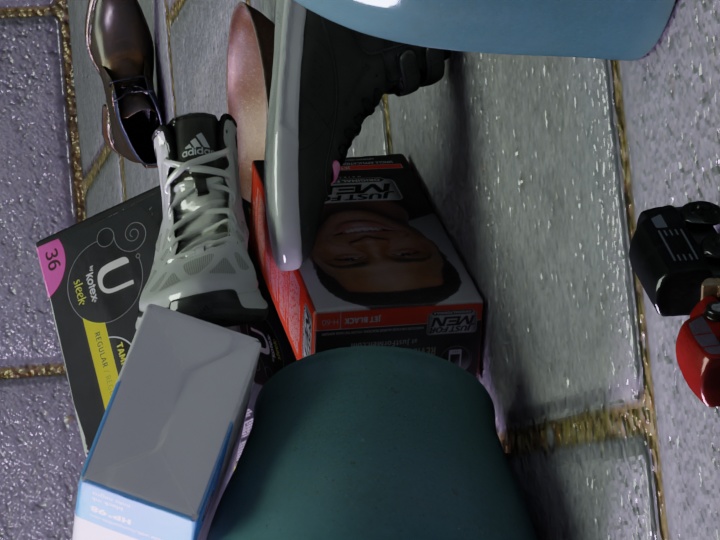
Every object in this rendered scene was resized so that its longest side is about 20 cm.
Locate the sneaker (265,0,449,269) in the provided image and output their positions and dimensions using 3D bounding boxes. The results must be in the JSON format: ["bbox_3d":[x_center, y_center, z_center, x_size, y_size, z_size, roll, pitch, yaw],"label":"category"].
[{"bbox_3d":[-0.001,-0.096,1.504,0.071,0.099,0.201,135,141,-77],"label":"sneaker"}]

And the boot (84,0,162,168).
[{"bbox_3d":[-0.235,-0.203,2.778,0.097,0.075,0.201,-139,37,-57],"label":"boot"}]

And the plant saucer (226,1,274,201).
[{"bbox_3d":[-0.071,-0.107,2.048,0.200,0.037,0.201,175,90,-78],"label":"plant saucer"}]

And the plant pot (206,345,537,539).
[{"bbox_3d":[0.007,0.152,1.411,0.200,0.199,0.188,102,172,-53],"label":"plant pot"}]

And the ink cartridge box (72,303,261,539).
[{"bbox_3d":[-0.111,0.124,1.447,0.200,0.067,0.116,105,-177,-56],"label":"ink cartridge box"}]

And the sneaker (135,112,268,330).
[{"bbox_3d":[-0.098,-0.028,1.502,0.201,0.075,0.116,-111,11,-82],"label":"sneaker"}]

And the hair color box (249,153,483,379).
[{"bbox_3d":[0.000,0.000,1.575,0.200,0.101,0.061,-116,26,-59],"label":"hair color box"}]

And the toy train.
[{"bbox_3d":[0.143,0.030,1.016,0.200,0.046,0.034,-112,21,-57],"label":"toy train"}]

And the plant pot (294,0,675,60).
[{"bbox_3d":[0.039,-0.187,1.167,0.201,0.160,0.201,176,90,-78],"label":"plant pot"}]

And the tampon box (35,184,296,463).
[{"bbox_3d":[-0.094,0.049,1.714,0.200,0.126,0.150,31,-141,-61],"label":"tampon box"}]
